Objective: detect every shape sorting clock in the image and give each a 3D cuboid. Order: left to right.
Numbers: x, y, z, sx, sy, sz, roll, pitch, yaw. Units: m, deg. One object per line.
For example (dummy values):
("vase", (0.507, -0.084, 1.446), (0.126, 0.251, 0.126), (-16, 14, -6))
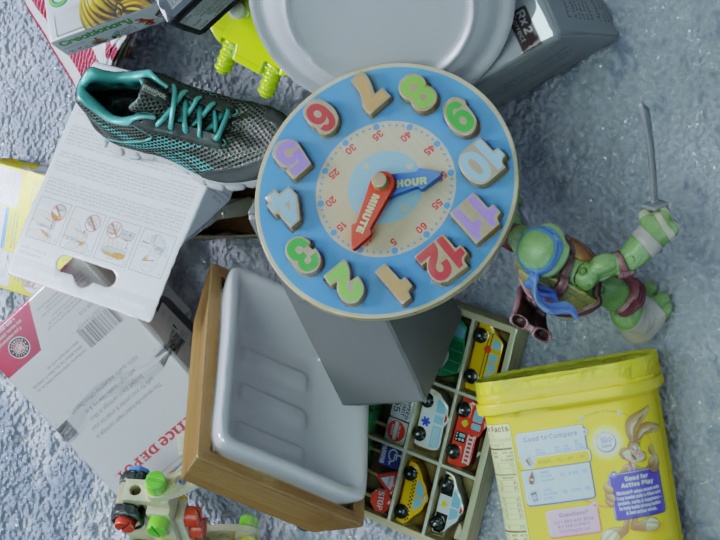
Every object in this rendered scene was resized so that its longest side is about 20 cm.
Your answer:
("shape sorting clock", (0.018, -0.060, 1.487), (0.198, 0.039, 0.202), (-4, 71, 11))

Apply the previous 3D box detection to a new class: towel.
("towel", (-0.247, -0.239, 1.796), (0.145, 0.023, 0.200), (58, 151, 15))

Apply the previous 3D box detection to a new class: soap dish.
("soap dish", (-0.070, 0.108, 1.671), (0.081, 0.156, 0.201), (-44, 32, 38))

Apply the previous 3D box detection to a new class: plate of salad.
("plate of salad", (0.016, -0.207, 1.518), (0.198, 0.048, 0.201), (3, 128, 4))

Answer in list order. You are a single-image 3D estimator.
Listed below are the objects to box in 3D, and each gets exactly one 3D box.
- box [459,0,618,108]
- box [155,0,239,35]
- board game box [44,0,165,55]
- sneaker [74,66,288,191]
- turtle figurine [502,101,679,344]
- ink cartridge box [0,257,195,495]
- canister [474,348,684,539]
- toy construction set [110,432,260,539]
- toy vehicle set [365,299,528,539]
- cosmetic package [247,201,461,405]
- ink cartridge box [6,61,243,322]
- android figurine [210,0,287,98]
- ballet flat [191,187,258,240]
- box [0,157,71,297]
("box", (0.065, -0.227, 1.628), (0.199, 0.130, 0.200), (-28, 81, 27))
("box", (-0.100, -0.305, 1.569), (0.200, 0.051, 0.158), (-39, 66, 21))
("board game box", (-0.205, -0.289, 1.675), (0.125, 0.035, 0.202), (-17, 70, 18))
("sneaker", (-0.147, -0.119, 1.646), (0.198, 0.091, 0.078), (10, 75, 24))
("turtle figurine", (0.175, -0.033, 1.560), (0.143, 0.194, 0.202), (-15, 64, 15))
("ink cartridge box", (-0.209, 0.085, 1.794), (0.145, 0.085, 0.200), (-39, 96, 25))
("canister", (0.178, 0.174, 1.617), (0.147, 0.086, 0.202), (-10, 91, 16))
("toy construction set", (-0.137, 0.212, 1.745), (0.130, 0.092, 0.201), (4, 129, 10))
("toy vehicle set", (0.060, 0.123, 1.718), (0.123, 0.026, 0.202), (18, 102, 26))
("cosmetic package", (0.000, 0.000, 1.615), (0.089, 0.107, 0.201), (-3, 127, 27))
("ink cartridge box", (-0.190, -0.063, 1.724), (0.161, 0.050, 0.202), (17, 81, 28))
("android figurine", (-0.055, -0.236, 1.599), (0.181, 0.041, 0.201), (32, 107, 24))
("ballet flat", (-0.089, -0.051, 1.755), (0.198, 0.062, 0.068), (-9, 94, 23))
("box", (-0.262, -0.027, 1.870), (0.199, 0.048, 0.119), (16, 101, 28))
